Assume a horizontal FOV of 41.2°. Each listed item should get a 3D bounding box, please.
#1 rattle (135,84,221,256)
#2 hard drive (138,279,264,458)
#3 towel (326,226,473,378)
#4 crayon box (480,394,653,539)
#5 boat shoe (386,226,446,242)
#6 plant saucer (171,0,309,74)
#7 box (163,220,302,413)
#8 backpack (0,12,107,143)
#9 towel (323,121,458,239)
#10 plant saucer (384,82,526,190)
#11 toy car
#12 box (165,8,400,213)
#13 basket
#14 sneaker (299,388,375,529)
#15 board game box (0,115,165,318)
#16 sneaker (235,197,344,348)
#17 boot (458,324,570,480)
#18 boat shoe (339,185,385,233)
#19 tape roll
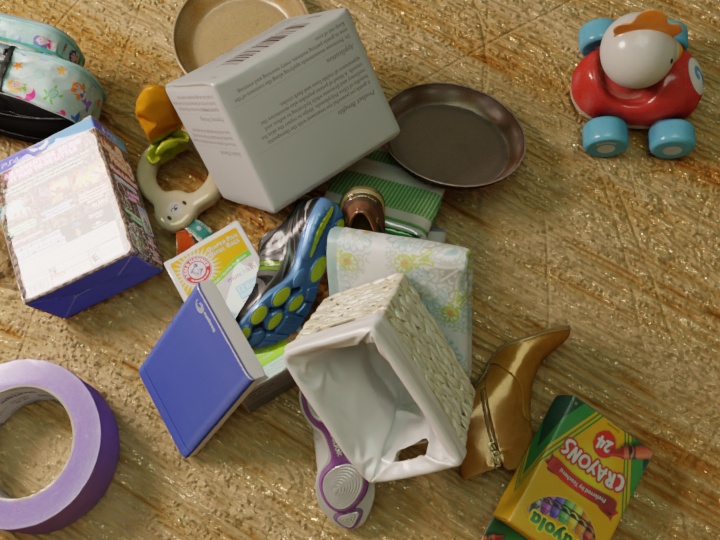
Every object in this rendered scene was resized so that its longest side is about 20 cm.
[{"bbox_3d":[-0.234,-0.115,1.248,0.129,0.143,0.202,5,65,-14],"label":"rattle"},{"bbox_3d":[-0.195,0.122,1.144,0.025,0.200,0.133,-16,66,-43],"label":"hard drive"},{"bbox_3d":[0.048,0.046,1.123,0.169,0.202,0.048,8,37,18],"label":"towel"},{"bbox_3d":[0.244,0.265,1.127,0.126,0.051,0.201,34,75,-10],"label":"crayon box"},{"bbox_3d":[0.013,-0.029,1.251,0.198,0.074,0.066,0,102,-4],"label":"boat shoe"},{"bbox_3d":[-0.167,-0.331,1.367,0.198,0.035,0.202,-1,72,2],"label":"plant saucer"},{"bbox_3d":[-0.147,0.059,1.201,0.112,0.101,0.201,-29,73,-8],"label":"box"},{"bbox_3d":[-0.440,-0.244,1.276,0.198,0.178,0.152,18,78,4],"label":"backpack"},{"bbox_3d":[0.040,-0.127,1.263,0.151,0.024,0.201,15,49,6],"label":"towel"},{"bbox_3d":[0.121,-0.175,1.278,0.198,0.032,0.202,4,50,-4],"label":"plant saucer"},{"bbox_3d":[0.373,-0.271,1.242,0.175,0.200,0.186,2,72,3],"label":"toy car"},{"bbox_3d":[-0.099,-0.201,1.195,0.198,0.200,0.172,-34,112,-18],"label":"box"},{"bbox_3d":[0.029,0.118,1.071,0.135,0.201,0.124,-18,26,32],"label":"basket"},{"bbox_3d":[-0.019,0.209,1.162,0.074,0.100,0.202,-8,95,12],"label":"sneaker"},{"bbox_3d":[-0.367,-0.066,1.239,0.158,0.097,0.202,-24,72,6],"label":"board game box"},{"bbox_3d":[-0.091,0.003,1.138,0.082,0.071,0.201,21,79,48],"label":"sneaker"},{"bbox_3d":[0.192,0.164,1.179,0.200,0.071,0.145,-24,77,-1],"label":"boot"},{"bbox_3d":[0.000,0.000,1.181,0.071,0.068,0.202,-1,115,3],"label":"boat shoe"},{"bbox_3d":[-0.402,0.215,1.168,0.198,0.085,0.202,-1,72,2],"label":"tape roll"}]
